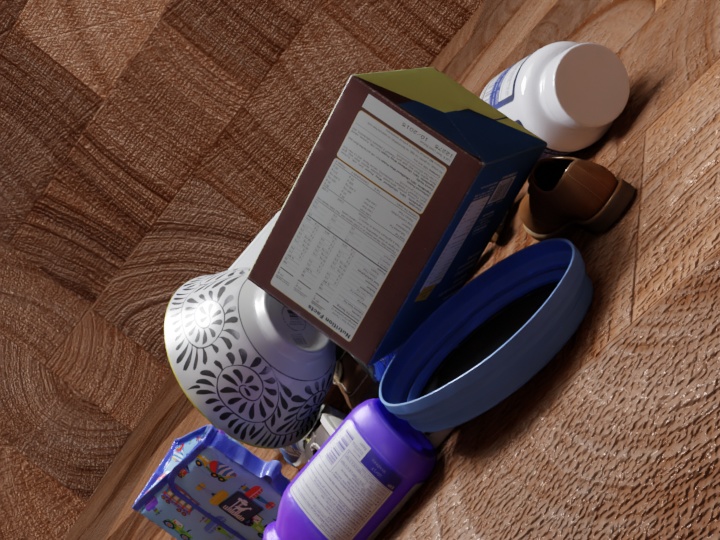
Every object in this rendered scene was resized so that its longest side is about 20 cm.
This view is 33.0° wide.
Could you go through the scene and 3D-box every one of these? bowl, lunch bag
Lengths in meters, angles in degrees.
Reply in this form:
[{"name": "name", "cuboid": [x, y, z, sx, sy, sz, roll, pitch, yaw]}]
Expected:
[{"name": "bowl", "cuboid": [-0.090, 0.068, 1.224, 0.094, 0.200, 0.201, -40, 14, 35]}, {"name": "bowl", "cuboid": [0.103, 0.053, 0.981, 0.200, 0.039, 0.201, -39, 11, 9]}, {"name": "lunch bag", "cuboid": [-0.118, 0.222, 1.211, 0.200, 0.150, 0.094, -41, 14, 54]}]

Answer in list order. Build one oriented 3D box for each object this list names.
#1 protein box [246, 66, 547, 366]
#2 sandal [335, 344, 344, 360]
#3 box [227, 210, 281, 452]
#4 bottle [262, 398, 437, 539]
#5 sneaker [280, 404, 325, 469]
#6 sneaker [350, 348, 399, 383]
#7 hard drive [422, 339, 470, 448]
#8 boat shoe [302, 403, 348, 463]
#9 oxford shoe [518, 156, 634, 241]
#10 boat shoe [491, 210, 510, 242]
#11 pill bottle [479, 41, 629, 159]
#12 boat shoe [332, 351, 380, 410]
[{"name": "protein box", "cuboid": [0.037, -0.054, 1.064, 0.201, 0.134, 0.198, -60, -15, 21]}, {"name": "sandal", "cuboid": [-0.020, 0.016, 1.370, 0.075, 0.045, 0.201, -24, 35, 46]}, {"name": "box", "cuboid": [-0.098, 0.075, 1.491, 0.200, 0.130, 0.200, -52, -20, -35]}, {"name": "bottle", "cuboid": [-0.024, 0.203, 1.018, 0.201, 0.084, 0.065, -51, -24, 13]}, {"name": "sneaker", "cuboid": [-0.069, 0.171, 1.372, 0.076, 0.088, 0.200, -57, 6, -19]}, {"name": "sneaker", "cuboid": [0.028, 0.058, 1.236, 0.079, 0.075, 0.200, -47, -7, 10]}, {"name": "hard drive", "cuboid": [0.065, 0.108, 1.123, 0.132, 0.025, 0.200, -51, 9, 13]}, {"name": "boat shoe", "cuboid": [-0.022, 0.175, 1.176, 0.060, 0.071, 0.200, -58, 5, -3]}, {"name": "oxford shoe", "cuboid": [0.180, -0.074, 1.109, 0.072, 0.071, 0.200, -55, 7, -9]}, {"name": "boat shoe", "cuboid": [0.137, -0.085, 1.371, 0.065, 0.073, 0.200, -55, 7, 13]}, {"name": "pill bottle", "cuboid": [0.201, -0.175, 1.266, 0.112, 0.111, 0.200, -53, 9, -9]}, {"name": "boat shoe", "cuboid": [-0.009, 0.106, 1.370, 0.076, 0.072, 0.200, -52, 8, 2]}]
